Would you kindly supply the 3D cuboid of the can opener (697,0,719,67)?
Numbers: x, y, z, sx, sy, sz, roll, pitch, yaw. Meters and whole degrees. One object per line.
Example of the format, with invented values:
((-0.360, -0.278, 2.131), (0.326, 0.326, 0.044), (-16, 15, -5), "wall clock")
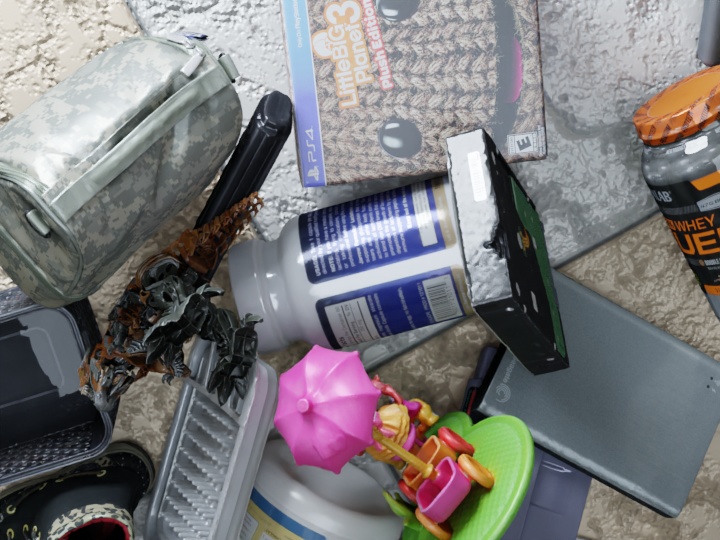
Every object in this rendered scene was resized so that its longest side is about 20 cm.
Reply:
((0.309, -0.269, 1.273), (0.053, 0.067, 0.201), (1, 117, -5), "can opener")

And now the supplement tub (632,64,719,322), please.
((0.311, -0.060, 1.284), (0.122, 0.123, 0.201), (-30, 104, 3), "supplement tub")

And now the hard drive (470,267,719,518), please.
((0.209, 0.103, 1.332), (0.199, 0.033, 0.140), (29, 77, -7), "hard drive")

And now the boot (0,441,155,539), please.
((-0.265, 0.228, 1.291), (0.203, 0.154, 0.074), (-31, 105, 3), "boot")

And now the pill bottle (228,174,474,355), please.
((0.000, 0.000, 1.272), (0.199, 0.116, 0.116), (-14, 105, 6), "pill bottle")

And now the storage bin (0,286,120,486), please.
((-0.310, 0.100, 1.288), (0.199, 0.094, 0.136), (-17, 105, 0), "storage bin")

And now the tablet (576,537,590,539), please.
((0.257, 0.323, 1.433), (0.199, 0.014, 0.131), (15, 103, -8), "tablet")

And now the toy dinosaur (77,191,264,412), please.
((-0.146, 0.026, 1.200), (0.102, 0.136, 0.201), (8, 112, -35), "toy dinosaur")

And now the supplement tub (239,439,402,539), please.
((-0.066, 0.261, 1.322), (0.144, 0.145, 0.201), (25, 101, -10), "supplement tub")

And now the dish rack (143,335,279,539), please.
((-0.117, 0.155, 1.272), (0.043, 0.171, 0.201), (16, 92, -24), "dish rack")

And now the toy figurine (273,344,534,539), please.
((0.014, 0.123, 1.226), (0.184, 0.200, 0.150), (37, 98, -20), "toy figurine")

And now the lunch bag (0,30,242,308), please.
((-0.190, -0.083, 1.180), (0.200, 0.167, 0.140), (-44, 103, -26), "lunch bag")

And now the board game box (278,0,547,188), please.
((0.040, -0.163, 1.248), (0.198, 0.097, 0.161), (-8, 105, -3), "board game box")

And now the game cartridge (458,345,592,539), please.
((0.134, 0.178, 1.337), (0.129, 0.038, 0.201), (20, 78, -13), "game cartridge")

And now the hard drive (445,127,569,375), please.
((0.116, -0.009, 1.222), (0.038, 0.200, 0.141), (-14, 68, 16), "hard drive")

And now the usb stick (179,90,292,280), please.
((-0.103, -0.058, 1.244), (0.032, 0.056, 0.200), (23, 129, -10), "usb stick")
